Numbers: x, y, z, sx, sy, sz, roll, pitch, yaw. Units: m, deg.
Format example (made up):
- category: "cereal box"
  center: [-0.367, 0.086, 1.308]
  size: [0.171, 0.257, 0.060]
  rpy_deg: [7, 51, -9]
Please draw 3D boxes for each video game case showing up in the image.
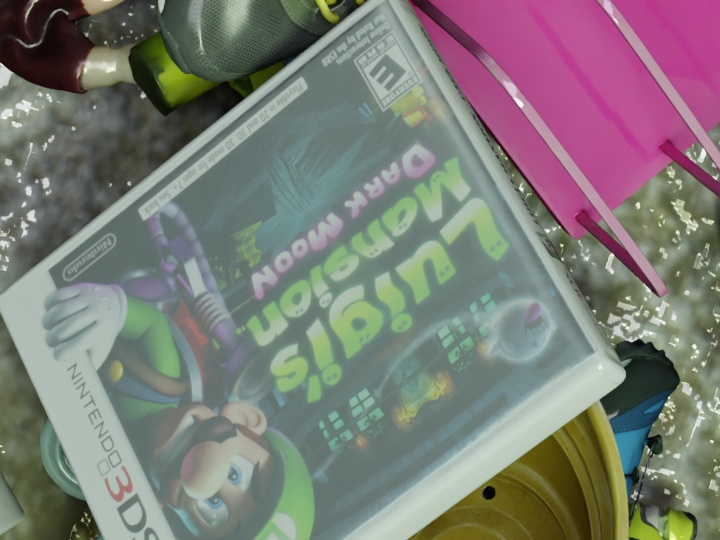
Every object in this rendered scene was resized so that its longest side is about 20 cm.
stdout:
- category: "video game case"
  center: [-0.025, 0.023, 1.030]
  size: [0.200, 0.023, 0.182]
  rpy_deg: [-37, 59, 14]

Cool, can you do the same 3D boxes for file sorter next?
- category: "file sorter"
  center: [0.141, -0.107, 1.108]
  size: [0.200, 0.125, 0.139]
  rpy_deg: [-39, 116, 0]

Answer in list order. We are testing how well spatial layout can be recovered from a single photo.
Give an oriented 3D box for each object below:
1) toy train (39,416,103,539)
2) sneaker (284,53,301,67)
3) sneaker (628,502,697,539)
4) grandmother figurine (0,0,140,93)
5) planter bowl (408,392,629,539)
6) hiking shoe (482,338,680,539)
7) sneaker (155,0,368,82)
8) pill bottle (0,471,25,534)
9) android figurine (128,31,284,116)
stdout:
- category: "toy train"
  center: [-0.048, 0.095, 1.128]
  size: [0.114, 0.085, 0.201]
  rpy_deg: [-17, 106, 17]
- category: "sneaker"
  center: [0.000, 0.000, 1.139]
  size: [0.089, 0.079, 0.201]
  rpy_deg: [-12, 109, 15]
- category: "sneaker"
  center: [0.064, 0.176, 1.165]
  size: [0.081, 0.074, 0.200]
  rpy_deg: [25, 83, 6]
- category: "grandmother figurine"
  center: [-0.122, -0.123, 1.166]
  size: [0.200, 0.061, 0.121]
  rpy_deg: [-29, 63, 3]
- category: "planter bowl"
  center: [0.023, 0.110, 1.037]
  size: [0.200, 0.083, 0.201]
  rpy_deg: [-10, 69, 28]
- category: "hiking shoe"
  center: [0.082, 0.125, 1.103]
  size: [0.087, 0.074, 0.200]
  rpy_deg: [29, 91, 15]
- category: "sneaker"
  center: [0.012, -0.137, 1.069]
  size: [0.200, 0.085, 0.075]
  rpy_deg: [-38, 127, -8]
- category: "pill bottle"
  center: [-0.222, 0.037, 1.135]
  size: [0.113, 0.113, 0.200]
  rpy_deg: [-33, 90, 0]
- category: "android figurine"
  center: [-0.011, -0.146, 1.131]
  size: [0.200, 0.041, 0.182]
  rpy_deg: [-29, 125, -15]
